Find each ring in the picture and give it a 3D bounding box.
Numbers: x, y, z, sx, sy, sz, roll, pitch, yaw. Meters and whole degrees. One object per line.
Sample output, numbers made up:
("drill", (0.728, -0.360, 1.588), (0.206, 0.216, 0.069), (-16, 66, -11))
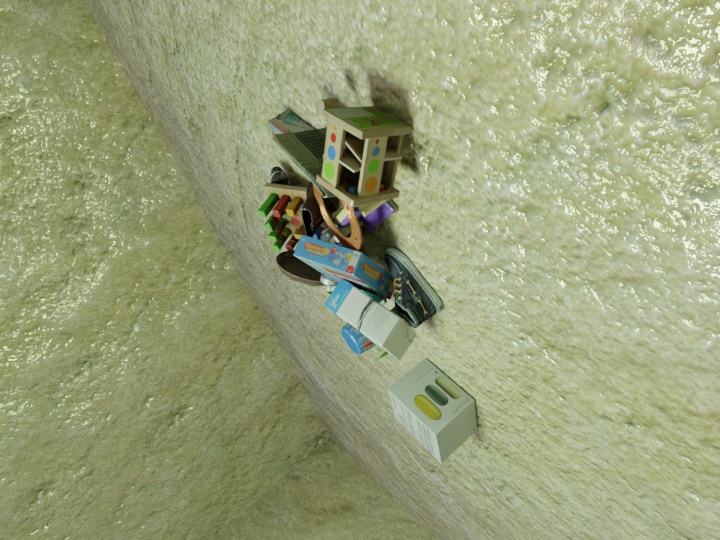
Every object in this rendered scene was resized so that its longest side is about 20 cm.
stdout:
("ring", (-0.051, -0.138, 1.365), (0.201, 0.019, 0.202), (52, 160, 27))

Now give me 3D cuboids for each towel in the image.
("towel", (-0.066, -0.231, 1.260), (0.201, 0.190, 0.035), (48, 133, 22))

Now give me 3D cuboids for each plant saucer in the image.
("plant saucer", (-0.153, -0.003, 1.727), (0.199, 0.197, 0.033), (37, 120, 42))

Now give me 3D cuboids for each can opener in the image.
("can opener", (-0.053, -0.097, 1.606), (0.054, 0.066, 0.199), (57, 161, -11))

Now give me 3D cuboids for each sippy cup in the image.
("sippy cup", (0.015, 0.180, 1.797), (0.177, 0.129, 0.141), (42, 157, 33))

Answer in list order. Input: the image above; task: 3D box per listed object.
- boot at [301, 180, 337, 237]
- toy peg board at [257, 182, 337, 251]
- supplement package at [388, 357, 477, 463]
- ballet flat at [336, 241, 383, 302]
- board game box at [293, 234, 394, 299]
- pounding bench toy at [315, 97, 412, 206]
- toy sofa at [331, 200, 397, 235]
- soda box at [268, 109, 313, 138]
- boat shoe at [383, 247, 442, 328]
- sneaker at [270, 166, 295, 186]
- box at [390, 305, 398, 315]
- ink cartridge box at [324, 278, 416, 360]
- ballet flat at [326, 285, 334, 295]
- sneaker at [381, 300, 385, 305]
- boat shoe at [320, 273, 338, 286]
("boot", (-0.116, -0.141, 1.537), (0.070, 0.169, 0.203), (9, 140, 11))
("toy peg board", (-0.190, -0.134, 1.711), (0.195, 0.099, 0.203), (11, 140, 26))
("supplement package", (0.203, 0.388, 1.651), (0.199, 0.150, 0.153), (37, 154, 40))
("ballet flat", (0.000, 0.000, 1.642), (0.201, 0.069, 0.071), (52, -179, -8))
("board game box", (-0.035, -0.007, 1.475), (0.197, 0.057, 0.195), (18, 170, 34))
("pounding bench toy", (-0.020, -0.230, 1.146), (0.199, 0.122, 0.159), (38, 130, 39))
("toy sofa", (0.005, -0.135, 1.385), (0.099, 0.082, 0.200), (56, 161, 0))
("soda box", (-0.146, -0.320, 1.467), (0.199, 0.068, 0.064), (42, 157, 33))
("boat shoe", (0.103, 0.039, 1.420), (0.201, 0.090, 0.071), (49, 160, 17))
("sneaker", (-0.215, -0.234, 1.795), (0.087, 0.079, 0.203), (-113, 3, -49))
("box", (0.100, 0.146, 1.628), (0.065, 0.070, 0.201), (48, 160, 10))
("ink cartridge box", (0.026, 0.123, 1.472), (0.198, 0.085, 0.145), (33, 173, 30))
("ballet flat", (-0.062, 0.051, 1.726), (0.199, 0.064, 0.073), (175, 100, -65))
("sneaker", (-0.012, 0.069, 1.754), (0.199, 0.080, 0.071), (34, 160, 50))
("boat shoe", (-0.069, -0.026, 1.697), (0.201, 0.070, 0.074), (-87, 12, -67))
